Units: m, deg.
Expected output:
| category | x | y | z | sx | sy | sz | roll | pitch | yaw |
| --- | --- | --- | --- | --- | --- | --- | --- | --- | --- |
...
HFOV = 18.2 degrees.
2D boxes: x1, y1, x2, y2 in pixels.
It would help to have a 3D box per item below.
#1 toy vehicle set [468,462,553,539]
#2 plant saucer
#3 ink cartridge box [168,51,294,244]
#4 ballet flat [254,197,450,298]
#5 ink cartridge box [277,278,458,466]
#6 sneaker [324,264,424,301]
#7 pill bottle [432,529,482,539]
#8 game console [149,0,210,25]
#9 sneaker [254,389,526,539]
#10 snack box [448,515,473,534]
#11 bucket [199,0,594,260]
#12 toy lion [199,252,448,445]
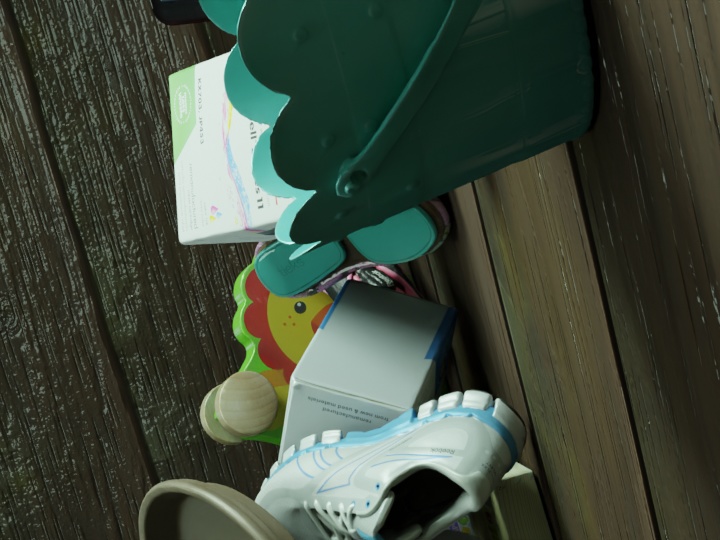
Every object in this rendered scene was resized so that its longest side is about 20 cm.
| category | x | y | z | sx | sy | sz | roll | pitch | yaw |
| --- | --- | --- | --- | --- | --- | --- | --- | --- | --- |
| toy vehicle set | 0.102 | 0.185 | 1.468 | 0.200 | 0.026 | 0.125 | -177 | 71 | -85 |
| plant saucer | -0.068 | 0.215 | 1.427 | 0.200 | 0.029 | 0.201 | 35 | 142 | 33 |
| ink cartridge box | -0.046 | -0.084 | 1.421 | 0.199 | 0.067 | 0.118 | -11 | 82 | 58 |
| ballet flat | 0.003 | -0.034 | 1.481 | 0.069 | 0.071 | 0.199 | 52 | 144 | -10 |
| ink cartridge box | -0.004 | 0.132 | 1.494 | 0.145 | 0.083 | 0.202 | -62 | -16 | -60 |
| sneaker | 0.000 | 0.000 | 1.632 | 0.201 | 0.079 | 0.095 | 53 | 167 | -2 |
| pill bottle | 0.053 | 0.249 | 1.436 | 0.200 | 0.108 | 0.109 | 84 | 168 | -63 |
| game console | -0.154 | -0.317 | 2.128 | 0.173 | 0.118 | 0.202 | -117 | 11 | -66 |
| sneaker | 0.004 | 0.139 | 1.359 | 0.075 | 0.199 | 0.087 | 51 | -146 | -18 |
| snack box | 0.041 | 0.169 | 1.860 | 0.200 | 0.067 | 0.170 | 91 | 162 | -77 |
| bucket | 0.004 | -0.120 | 0.916 | 0.207 | 0.134 | 0.209 | 162 | 90 | -85 |
| toy lion | -0.015 | 0.070 | 1.694 | 0.199 | 0.193 | 0.069 | 34 | 162 | -7 |
